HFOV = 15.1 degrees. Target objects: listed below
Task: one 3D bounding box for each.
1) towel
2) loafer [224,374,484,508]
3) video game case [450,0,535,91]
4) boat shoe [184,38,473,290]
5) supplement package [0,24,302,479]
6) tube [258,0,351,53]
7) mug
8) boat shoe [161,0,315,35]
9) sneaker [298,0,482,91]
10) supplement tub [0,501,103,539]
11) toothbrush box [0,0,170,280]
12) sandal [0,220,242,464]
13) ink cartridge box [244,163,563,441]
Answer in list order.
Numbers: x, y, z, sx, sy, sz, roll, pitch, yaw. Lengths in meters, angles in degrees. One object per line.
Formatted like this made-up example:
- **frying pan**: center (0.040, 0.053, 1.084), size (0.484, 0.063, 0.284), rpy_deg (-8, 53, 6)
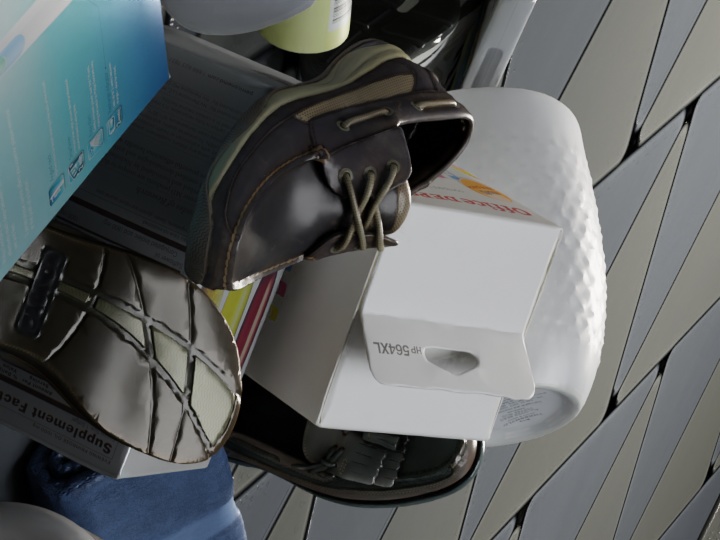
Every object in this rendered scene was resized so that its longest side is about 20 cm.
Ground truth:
- **towel**: center (-0.123, 0.135, 1.505), size (0.111, 0.049, 0.200), rpy_deg (-28, 149, -14)
- **loafer**: center (-0.031, 0.086, 1.502), size (0.063, 0.199, 0.072), rpy_deg (39, 63, -59)
- **video game case**: center (0.091, -0.178, 1.643), size (0.182, 0.023, 0.200), rpy_deg (113, -5, -53)
- **boat shoe**: center (-0.009, -0.047, 1.249), size (0.200, 0.073, 0.075), rpy_deg (-44, 151, -47)
- **supplement package**: center (-0.105, -0.012, 1.317), size (0.201, 0.109, 0.114), rpy_deg (-69, 161, 7)
- **tube**: center (-0.023, -0.210, 1.407), size (0.052, 0.058, 0.200), rpy_deg (-24, 137, -34)
- **mug**: center (0.045, 0.010, 1.571), size (0.148, 0.199, 0.176), rpy_deg (69, 10, -64)
- **boat shoe**: center (-0.013, -0.188, 1.336), size (0.200, 0.072, 0.068), rpy_deg (-38, -171, 14)
- **sneaker**: center (0.021, -0.115, 1.591), size (0.201, 0.075, 0.116), rpy_deg (-46, 151, -52)
- **supplement tub**: center (-0.159, 0.204, 1.376), size (0.146, 0.145, 0.200), rpy_deg (-63, 161, -9)
- **toothbrush box**: center (-0.169, -0.077, 1.102), size (0.200, 0.085, 0.147), rpy_deg (-55, 158, -31)
- **sandal**: center (-0.140, 0.021, 1.216), size (0.055, 0.200, 0.082), rpy_deg (8, -105, 65)
- **ink cartridge box**: center (0.000, 0.000, 1.426), size (0.128, 0.200, 0.126), rpy_deg (6, 108, -43)
